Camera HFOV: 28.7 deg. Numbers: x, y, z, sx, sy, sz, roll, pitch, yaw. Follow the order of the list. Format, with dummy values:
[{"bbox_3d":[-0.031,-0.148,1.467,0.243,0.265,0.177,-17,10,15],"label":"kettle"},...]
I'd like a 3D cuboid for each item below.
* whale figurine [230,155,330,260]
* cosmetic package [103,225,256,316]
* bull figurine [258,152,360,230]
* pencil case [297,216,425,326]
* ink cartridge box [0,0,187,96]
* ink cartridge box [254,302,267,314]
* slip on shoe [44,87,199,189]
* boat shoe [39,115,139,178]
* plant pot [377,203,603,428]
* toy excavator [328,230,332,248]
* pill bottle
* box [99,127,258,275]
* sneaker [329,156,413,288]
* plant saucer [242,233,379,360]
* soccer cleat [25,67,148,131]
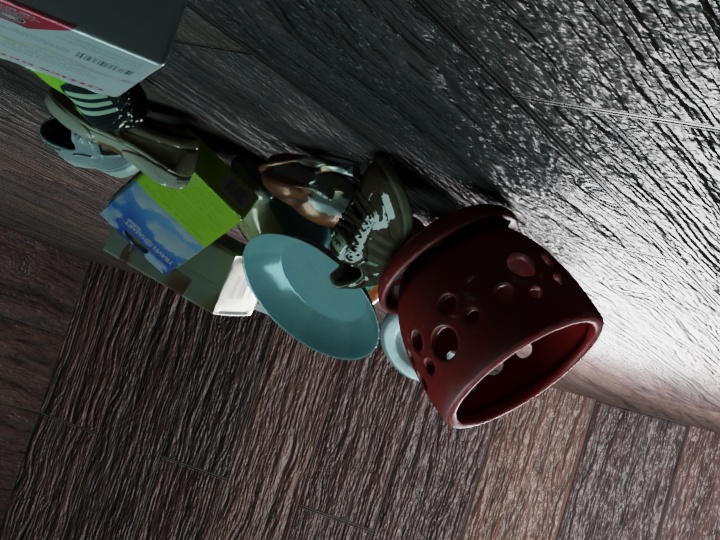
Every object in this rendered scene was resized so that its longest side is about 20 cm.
[{"bbox_3d":[-0.100,-0.076,1.774,0.159,0.104,0.200,49,168,33],"label":"whale figurine"},{"bbox_3d":[-0.231,-0.020,1.881,0.200,0.088,0.103,29,-169,27],"label":"cosmetic package"},{"bbox_3d":[-0.026,-0.083,1.606,0.121,0.065,0.200,5,170,43],"label":"bull figurine"},{"bbox_3d":[0.000,0.000,1.765,0.088,0.089,0.200,23,134,-38],"label":"pencil case"},{"bbox_3d":[-0.221,-0.201,1.052,0.147,0.086,0.200,19,175,-20],"label":"ink cartridge box"},{"bbox_3d":[-0.119,-0.012,2.059,0.084,0.145,0.200,19,173,2],"label":"ink cartridge box"},{"bbox_3d":[-0.268,-0.167,1.594,0.200,0.061,0.076,34,-158,18],"label":"slip on shoe"},{"bbox_3d":[-0.326,-0.160,1.720,0.200,0.070,0.071,7,163,46],"label":"boat shoe"},{"bbox_3d":[0.132,0.040,1.506,0.183,0.200,0.200,59,-170,22],"label":"plant pot"},{"bbox_3d":[0.020,-0.025,1.905,0.199,0.100,0.194,0,168,26],"label":"toy excavator"},{"bbox_3d":[0.108,0.042,1.714,0.112,0.113,0.200,16,-147,16],"label":"pill bottle"},{"bbox_3d":[-0.223,-0.079,1.711,0.122,0.048,0.200,45,141,-12],"label":"box"},{"bbox_3d":[0.007,-0.039,1.505,0.071,0.075,0.200,57,161,29],"label":"sneaker"},{"bbox_3d":[-0.052,0.023,1.705,0.200,0.039,0.201,27,144,21],"label":"plant saucer"},{"bbox_3d":[-0.248,-0.184,1.376,0.081,0.068,0.200,1,167,21],"label":"soccer cleat"}]
